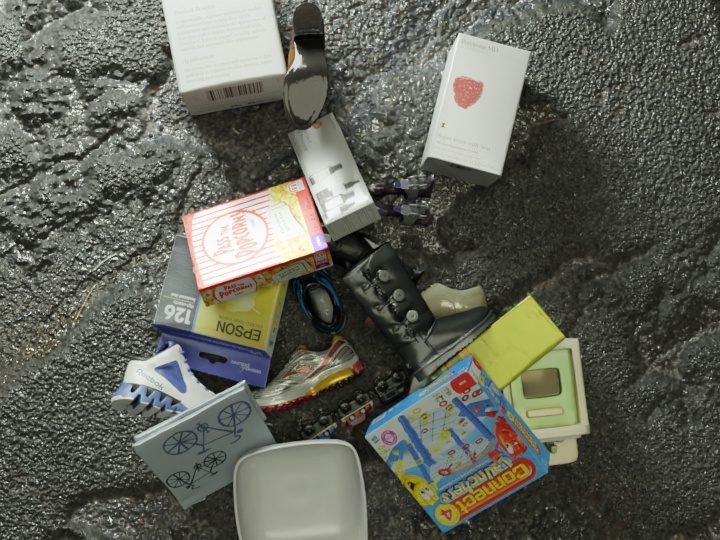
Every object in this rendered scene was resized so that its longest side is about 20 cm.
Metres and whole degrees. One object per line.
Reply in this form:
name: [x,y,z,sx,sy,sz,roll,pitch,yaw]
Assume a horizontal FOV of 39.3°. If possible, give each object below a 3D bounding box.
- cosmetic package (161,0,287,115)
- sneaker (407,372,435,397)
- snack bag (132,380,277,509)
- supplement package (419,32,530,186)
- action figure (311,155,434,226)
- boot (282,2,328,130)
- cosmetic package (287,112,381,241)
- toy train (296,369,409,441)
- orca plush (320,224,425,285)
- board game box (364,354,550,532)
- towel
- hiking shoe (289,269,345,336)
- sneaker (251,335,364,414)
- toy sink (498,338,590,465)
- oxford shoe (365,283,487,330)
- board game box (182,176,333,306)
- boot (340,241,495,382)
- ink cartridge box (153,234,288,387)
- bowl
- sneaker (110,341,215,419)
cosmetic package: [-0.209,-0.364,1.550,0.164,0.165,0.201,-10,88,-4]
sneaker: [0.131,0.214,1.579,0.117,0.074,0.202,10,96,4]
snack bag: [-0.222,0.267,1.523,0.188,0.200,0.021,-28,46,-5]
supplement package: [0.179,-0.250,1.588,0.120,0.120,0.201,14,86,-1]
action figure: [0.015,-0.116,1.594,0.199,0.069,0.131,1,78,-7]
boot: [-0.082,-0.286,1.536,0.068,0.200,0.190,-5,83,-1]
cosmetic package: [-0.042,-0.147,1.551,0.082,0.051,0.201,-24,55,1]
toy train: [-0.010,0.222,1.594,0.199,0.034,0.046,-30,101,-5]
orca plush: [0.000,0.000,1.570,0.200,0.105,0.071,33,53,-27]
board game box: [0.144,0.261,1.501,0.200,0.056,0.196,-37,97,22]
towel: [0.205,0.132,1.518,0.200,0.018,0.086,-40,84,6]
hiking shoe: [-0.079,0.007,1.574,0.074,0.087,0.201,-31,89,-5]
sneaker: [-0.098,0.166,1.578,0.199,0.078,0.083,-23,77,-10]
toy sink: [0.278,0.211,1.570,0.129,0.112,0.201,-5,87,-3]
oxford shoe: [0.104,0.061,1.599,0.199,0.071,0.074,-1,72,-10]
board game box: [-0.156,-0.044,1.511,0.199,0.046,0.152,-19,52,-3]
boot: [0.088,0.041,1.524,0.165,0.066,0.200,-37,89,-17]
ink cartridge box: [-0.218,0.060,1.556,0.196,0.047,0.201,11,84,17]
bowl: [-0.092,0.353,1.548,0.198,0.075,0.201,-6,99,-5]
sneaker: [-0.273,0.172,1.536,0.199,0.080,0.116,21,60,-28]
